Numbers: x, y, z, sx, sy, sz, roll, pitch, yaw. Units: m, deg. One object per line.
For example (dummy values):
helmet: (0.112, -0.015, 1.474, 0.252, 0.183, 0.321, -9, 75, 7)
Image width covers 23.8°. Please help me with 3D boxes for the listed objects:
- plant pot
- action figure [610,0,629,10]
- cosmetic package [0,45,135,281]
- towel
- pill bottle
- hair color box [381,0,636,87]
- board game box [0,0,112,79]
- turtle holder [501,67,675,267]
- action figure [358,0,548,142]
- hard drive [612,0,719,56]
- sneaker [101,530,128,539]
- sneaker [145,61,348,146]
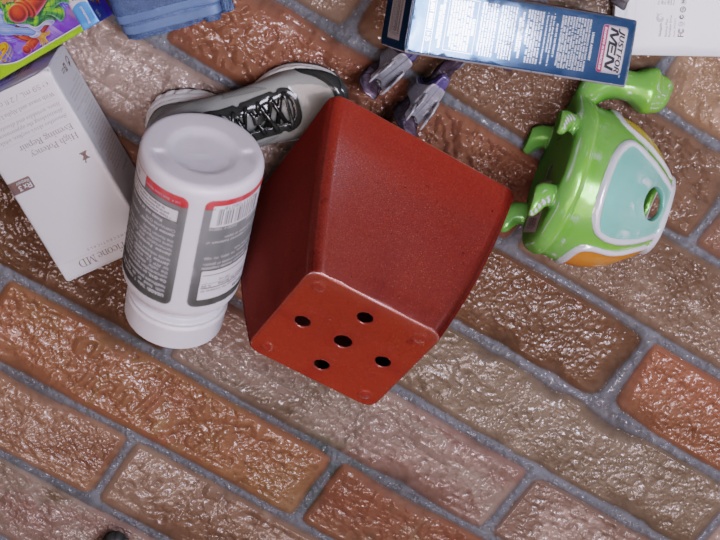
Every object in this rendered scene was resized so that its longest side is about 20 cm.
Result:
plant pot: (0.000, 0.000, 1.569, 0.199, 0.177, 0.200, 27, 136, -15)
action figure: (0.268, -0.314, 1.453, 0.200, 0.105, 0.194, 40, 98, -6)
cosmetic package: (-0.282, -0.101, 1.628, 0.101, 0.074, 0.201, -23, 113, 14)
towel: (-0.193, -0.311, 1.527, 0.111, 0.049, 0.201, -11, 118, 13)
pill bottle: (-0.158, -0.033, 1.561, 0.113, 0.114, 0.201, 13, 130, -4)
hair color box: (0.126, -0.206, 1.475, 0.198, 0.100, 0.061, 8, 100, -13)
board game box: (-0.333, -0.283, 1.531, 0.134, 0.045, 0.201, -27, 103, 16)
turtle holder: (0.221, -0.090, 1.585, 0.131, 0.187, 0.141, 20, 149, -7)
action figure: (0.092, -0.217, 1.552, 0.130, 0.069, 0.200, 41, 109, -11)
hard drive: (0.330, -0.259, 1.541, 0.198, 0.027, 0.133, 2, 117, 3)
sneaker: (-0.319, 0.359, 1.871, 0.090, 0.067, 0.201, 22, 119, -11)
sneaker: (-0.107, -0.139, 1.596, 0.199, 0.079, 0.074, -12, 115, 7)
